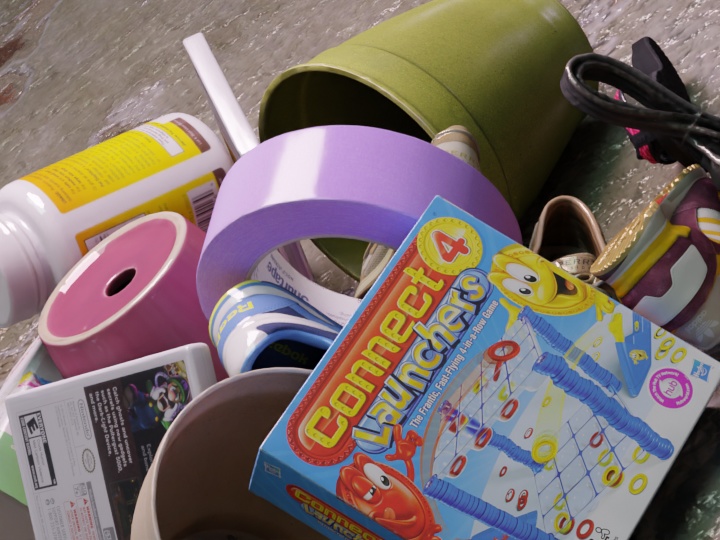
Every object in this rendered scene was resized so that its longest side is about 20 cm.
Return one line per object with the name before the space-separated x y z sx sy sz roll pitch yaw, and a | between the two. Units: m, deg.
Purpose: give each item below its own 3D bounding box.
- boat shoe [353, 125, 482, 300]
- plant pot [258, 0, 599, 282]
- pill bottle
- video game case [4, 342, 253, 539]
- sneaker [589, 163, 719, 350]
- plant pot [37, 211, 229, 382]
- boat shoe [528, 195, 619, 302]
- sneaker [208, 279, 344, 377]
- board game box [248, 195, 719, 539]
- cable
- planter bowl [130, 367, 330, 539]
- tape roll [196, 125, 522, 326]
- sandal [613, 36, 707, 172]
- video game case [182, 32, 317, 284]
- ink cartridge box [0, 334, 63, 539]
boat shoe | 0.041 -0.014 1.535 0.201 0.073 0.063 105 178 -53
plant pot | 0.066 -0.109 1.638 0.193 0.200 0.200 -41 23 -32
pill bottle | -0.191 -0.032 1.675 0.200 0.109 0.109 -27 17 -31
video game case | -0.144 0.161 1.487 0.182 0.200 0.023 -16 -5 40
sneaker | 0.201 -0.002 1.409 0.075 0.090 0.200 -46 -4 24
plant pot | -0.117 0.065 1.587 0.200 0.179 0.200 -31 26 17
boat shoe | 0.128 0.020 1.435 0.071 0.065 0.200 1 29 -3
sneaker | 0.001 0.074 1.415 0.082 0.200 0.074 -107 37 -71
board game box | 0.073 0.088 1.292 0.200 0.196 0.056 -55 -8 -28
cable | 0.222 -0.086 1.410 0.097 0.200 0.050 -43 -12 -33
planter bowl | -0.050 0.175 1.341 0.135 0.200 0.200 -50 10 49
tape roll | 0.000 0.000 1.457 0.200 0.200 0.066 -21 41 34
sandal | 0.199 -0.104 1.552 0.045 0.075 0.200 -32 15 13
video game case | -0.072 -0.058 1.664 0.017 0.200 0.143 -25 45 -4
ink cartridge box | -0.237 0.131 1.700 0.145 0.084 0.200 -47 14 45
